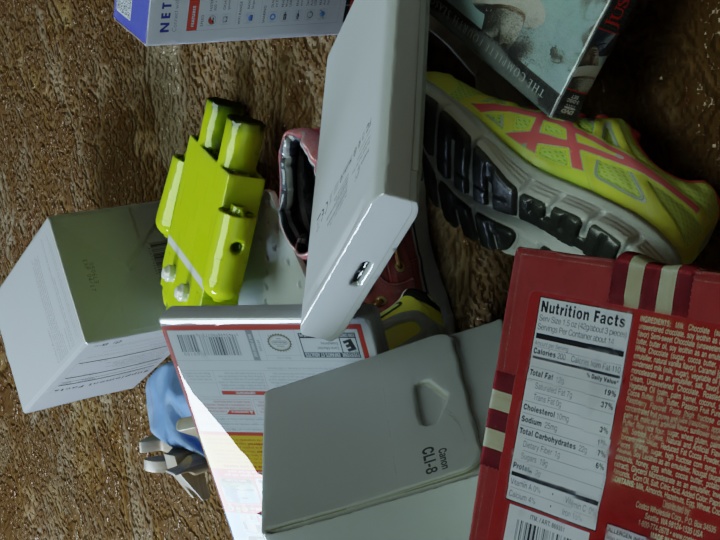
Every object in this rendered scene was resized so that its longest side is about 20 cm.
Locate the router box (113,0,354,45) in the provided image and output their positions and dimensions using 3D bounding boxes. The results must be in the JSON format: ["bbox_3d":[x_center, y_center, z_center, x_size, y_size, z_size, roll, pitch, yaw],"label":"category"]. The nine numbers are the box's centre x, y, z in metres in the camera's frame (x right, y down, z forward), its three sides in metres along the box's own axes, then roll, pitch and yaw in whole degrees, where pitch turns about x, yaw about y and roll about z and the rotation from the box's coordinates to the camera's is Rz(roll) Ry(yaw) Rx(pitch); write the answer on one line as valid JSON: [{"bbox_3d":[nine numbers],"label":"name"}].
[{"bbox_3d":[-0.054,-0.245,0.849,0.049,0.179,0.201,41,130,44],"label":"router box"}]

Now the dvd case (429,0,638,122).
[{"bbox_3d":[0.109,-0.198,0.709,0.146,0.022,0.201,50,124,43],"label":"dvd case"}]

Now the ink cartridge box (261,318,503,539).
[{"bbox_3d":[0.043,0.157,0.733,0.145,0.144,0.201,-99,-8,-66],"label":"ink cartridge box"}]

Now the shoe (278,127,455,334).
[{"bbox_3d":[0.000,0.000,0.906,0.071,0.091,0.201,-6,93,57],"label":"shoe"}]

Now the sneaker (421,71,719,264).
[{"bbox_3d":[0.104,-0.053,0.734,0.200,0.090,0.078,39,153,30],"label":"sneaker"}]

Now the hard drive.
[{"bbox_3d":[0.004,-0.080,0.756,0.132,0.026,0.201,122,159,-51],"label":"hard drive"}]

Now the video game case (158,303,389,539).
[{"bbox_3d":[-0.032,0.111,0.831,0.142,0.017,0.201,-1,117,27],"label":"video game case"}]

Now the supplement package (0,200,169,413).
[{"bbox_3d":[-0.243,0.035,1.263,0.200,0.119,0.122,-38,68,54],"label":"supplement package"}]

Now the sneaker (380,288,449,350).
[{"bbox_3d":[-0.019,0.075,0.876,0.199,0.075,0.077,-21,50,33],"label":"sneaker"}]

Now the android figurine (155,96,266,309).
[{"bbox_3d":[-0.122,-0.031,1.092,0.182,0.041,0.201,46,123,60],"label":"android figurine"}]

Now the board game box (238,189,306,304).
[{"bbox_3d":[-0.065,0.070,1.085,0.200,0.026,0.201,-50,56,49],"label":"board game box"}]

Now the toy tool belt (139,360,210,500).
[{"bbox_3d":[-0.115,0.106,1.034,0.200,0.122,0.126,-13,87,57],"label":"toy tool belt"}]

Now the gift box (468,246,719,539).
[{"bbox_3d":[0.163,0.098,0.589,0.184,0.186,0.201,17,97,52],"label":"gift box"}]

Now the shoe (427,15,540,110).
[{"bbox_3d":[0.062,-0.103,0.820,0.200,0.053,0.070,59,142,29],"label":"shoe"}]
